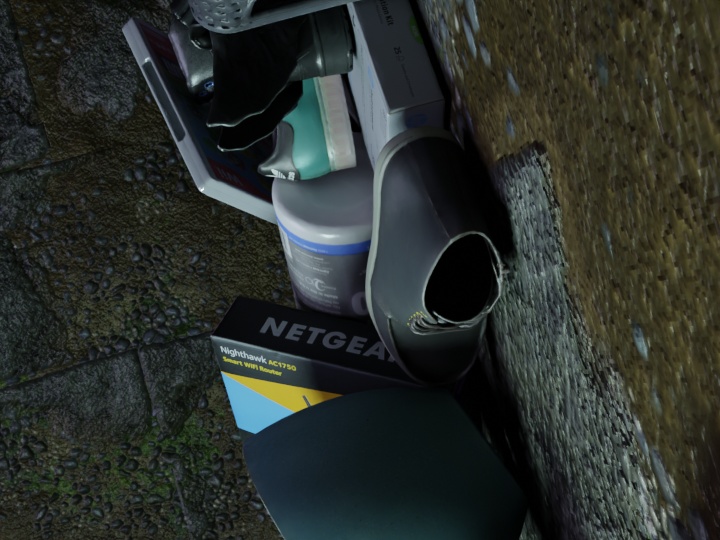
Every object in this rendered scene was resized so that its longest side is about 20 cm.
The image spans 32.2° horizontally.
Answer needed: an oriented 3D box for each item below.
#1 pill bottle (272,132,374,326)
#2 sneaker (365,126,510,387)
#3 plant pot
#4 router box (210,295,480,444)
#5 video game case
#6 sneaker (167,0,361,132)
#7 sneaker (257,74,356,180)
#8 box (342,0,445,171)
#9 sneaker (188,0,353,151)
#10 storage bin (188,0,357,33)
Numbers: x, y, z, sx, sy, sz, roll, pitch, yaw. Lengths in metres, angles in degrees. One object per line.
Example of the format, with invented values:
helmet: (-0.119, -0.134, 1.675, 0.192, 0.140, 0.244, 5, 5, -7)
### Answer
pill bottle: (0.000, 0.000, 0.990, 0.200, 0.113, 0.114, 80, 173, -46)
sneaker: (0.046, 0.023, 0.761, 0.106, 0.075, 0.200, -107, 6, -48)
plant pot: (0.033, 0.157, 0.843, 0.200, 0.135, 0.200, 53, -179, -1)
router box: (-0.007, 0.105, 0.977, 0.149, 0.199, 0.051, 80, -150, -44)
video game case: (-0.113, -0.118, 1.036, 0.143, 0.017, 0.200, 23, -149, -49)
sneaker: (-0.072, -0.150, 0.998, 0.200, 0.112, 0.073, 50, -168, -12)
sneaker: (-0.062, -0.164, 0.909, 0.071, 0.080, 0.201, 125, 132, -85)
box: (0.009, -0.155, 0.852, 0.156, 0.041, 0.200, 85, 170, -66)
sneaker: (-0.069, -0.177, 0.823, 0.060, 0.104, 0.200, 84, 170, -63)
storage bin: (-0.063, -0.263, 0.766, 0.094, 0.135, 0.200, 86, 168, -65)
